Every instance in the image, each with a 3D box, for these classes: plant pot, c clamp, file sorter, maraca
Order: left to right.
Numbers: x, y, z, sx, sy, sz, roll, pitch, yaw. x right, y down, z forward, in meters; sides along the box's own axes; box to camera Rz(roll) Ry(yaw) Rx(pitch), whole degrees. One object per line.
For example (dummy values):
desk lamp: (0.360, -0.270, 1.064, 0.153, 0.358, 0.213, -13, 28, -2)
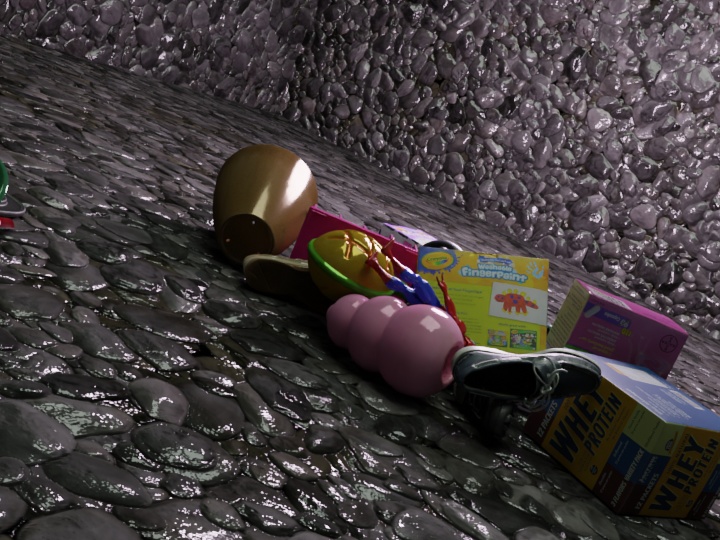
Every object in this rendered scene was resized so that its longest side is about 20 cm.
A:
c clamp: (-0.549, -0.113, 1.182, 0.170, 0.027, 0.200, 34, 14, 19)
plant pot: (-0.176, -0.093, 1.470, 0.185, 0.187, 0.200, 22, 25, -5)
file sorter: (-0.015, -0.013, 1.462, 0.199, 0.140, 0.125, 23, 11, -4)
maraca: (0.000, 0.000, 1.306, 0.199, 0.107, 0.137, 13, 30, -51)

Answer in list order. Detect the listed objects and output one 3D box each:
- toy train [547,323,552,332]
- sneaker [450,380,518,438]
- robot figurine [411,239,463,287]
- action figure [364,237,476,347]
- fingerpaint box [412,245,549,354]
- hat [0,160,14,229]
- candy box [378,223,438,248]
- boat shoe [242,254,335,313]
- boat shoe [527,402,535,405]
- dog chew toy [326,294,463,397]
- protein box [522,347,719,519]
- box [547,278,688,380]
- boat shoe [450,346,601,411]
toy train: (0.405, 0.161, 1.651, 0.199, 0.086, 0.114, 27, 3, 15)
sneaker: (0.166, 0.174, 1.201, 0.090, 0.067, 0.200, 17, 12, 3)
robot figurine: (0.160, 0.019, 1.634, 0.150, 0.125, 0.200, 45, 5, 29)
action figure: (0.094, 0.043, 1.227, 0.200, 0.065, 0.052, 50, 41, -5)
fingerpaint box: (0.176, 0.061, 1.309, 0.198, 0.168, 0.073, 5, -23, 3)
hat: (-0.463, -0.031, 1.006, 0.165, 0.177, 0.200, 32, 52, 26)
candy box: (0.155, -0.030, 1.992, 0.199, 0.072, 0.167, 32, 15, 34)
boat shoe: (-0.088, 0.014, 1.371, 0.199, 0.072, 0.065, 20, 11, -20)
boat shoe: (0.250, 0.168, 1.341, 0.199, 0.070, 0.066, 32, -15, 10)
dog chew toy: (0.039, 0.091, 1.191, 0.199, 0.125, 0.124, 21, 10, 29)
protein box: (0.375, 0.223, 1.199, 0.199, 0.136, 0.198, 15, 16, -36)
box: (0.390, 0.145, 1.401, 0.175, 0.201, 0.097, 23, 13, -6)
boat shoe: (0.216, 0.136, 1.111, 0.198, 0.075, 0.062, 10, 20, -7)
